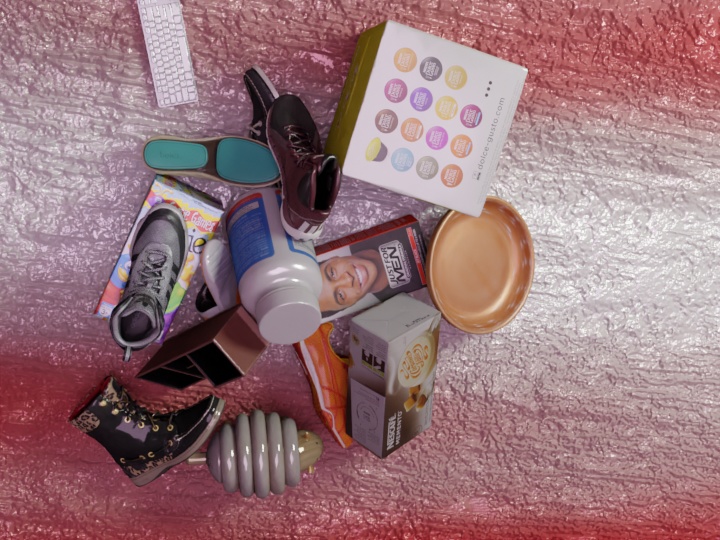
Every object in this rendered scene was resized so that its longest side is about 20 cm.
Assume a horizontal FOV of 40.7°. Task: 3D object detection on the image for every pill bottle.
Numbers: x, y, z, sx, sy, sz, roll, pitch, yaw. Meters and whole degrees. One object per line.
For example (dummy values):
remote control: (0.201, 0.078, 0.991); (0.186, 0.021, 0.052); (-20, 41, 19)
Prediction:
pill bottle: (-0.112, -0.005, 1.285); (0.111, 0.201, 0.113); (-9, 139, -8)

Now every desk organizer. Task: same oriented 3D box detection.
desk organizer: (-0.216, 0.121, 1.325); (0.199, 0.077, 0.072); (-26, 110, 42)

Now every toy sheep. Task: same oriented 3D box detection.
toy sheep: (-0.151, 0.264, 1.396); (0.198, 0.138, 0.139); (-8, 103, -8)

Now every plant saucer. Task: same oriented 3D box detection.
plant saucer: (0.170, -0.009, 1.412); (0.199, 0.037, 0.202); (-3, 96, -34)

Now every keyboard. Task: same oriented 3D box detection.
keyboard: (-0.267, -0.326, 1.318); (0.056, 0.011, 0.202); (-11, 103, -7)

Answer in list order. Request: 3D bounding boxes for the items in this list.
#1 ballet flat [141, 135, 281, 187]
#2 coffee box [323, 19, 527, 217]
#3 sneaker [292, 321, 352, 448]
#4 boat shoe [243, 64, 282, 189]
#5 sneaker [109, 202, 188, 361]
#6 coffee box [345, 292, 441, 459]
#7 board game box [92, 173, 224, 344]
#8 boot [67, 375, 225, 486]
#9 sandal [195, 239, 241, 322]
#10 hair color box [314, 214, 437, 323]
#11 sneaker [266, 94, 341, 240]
ballet flat: (-0.198, -0.151, 1.328); (0.198, 0.069, 0.070); (10, 100, 2)
coffee box: (0.075, -0.202, 1.302); (0.196, 0.200, 0.201); (16, 96, -12)
sneaker: (-0.039, 0.170, 1.429); (0.077, 0.073, 0.202); (-20, 107, -16)
boat shoe: (-0.121, -0.183, 1.343); (0.060, 0.074, 0.201); (-27, 113, -8)
sneaker: (-0.266, 0.019, 1.227); (0.075, 0.114, 0.202); (16, 99, -13)
coffee box: (0.045, 0.149, 1.379); (0.114, 0.079, 0.201); (-24, 129, -40)
board game box: (-0.275, -0.019, 1.331); (0.102, 0.105, 0.201); (24, 97, -14)
boot: (-0.302, 0.207, 1.364); (0.200, 0.073, 0.151); (-37, 111, 26)
sandal: (-0.200, 0.026, 1.342); (0.059, 0.080, 0.207); (6, 143, 15)
hair color box: (0.000, 0.000, 1.404); (0.199, 0.061, 0.102); (-20, 105, -4)
sneaker: (-0.062, -0.148, 1.236); (0.075, 0.115, 0.202); (-5, 76, -27)
